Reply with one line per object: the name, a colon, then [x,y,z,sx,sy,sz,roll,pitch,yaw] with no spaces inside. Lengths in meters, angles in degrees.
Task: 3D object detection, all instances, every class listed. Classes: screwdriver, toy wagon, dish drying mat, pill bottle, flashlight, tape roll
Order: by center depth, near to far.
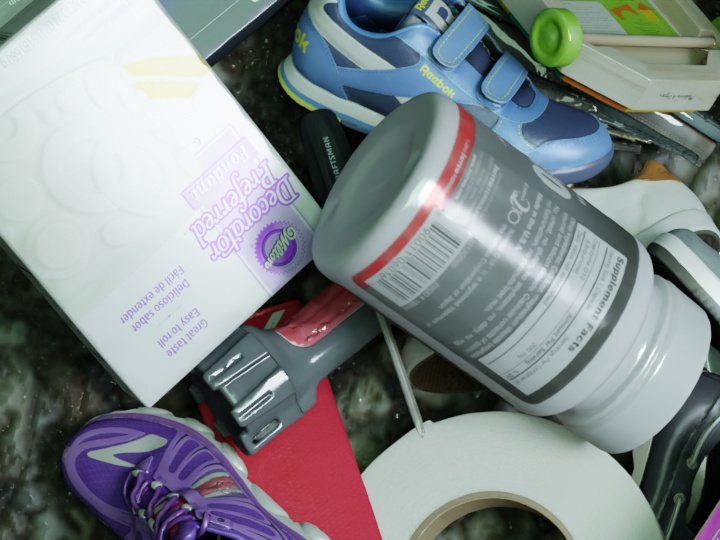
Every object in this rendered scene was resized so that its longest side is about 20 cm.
pill bottle: [0.083,0.005,1.222,0.200,0.114,0.114,35,79,-20]
screwdriver: [0.000,0.000,1.252,0.029,0.028,0.201,2,60,-31]
tape roll: [0.075,0.179,1.281,0.201,0.037,0.204,-3,76,12]
dish drying mat: [-0.038,0.116,1.286,0.076,0.018,0.201,-15,70,-12]
flashlight: [-0.011,0.013,1.291,0.200,0.068,0.068,-37,133,-21]
toy wagon: [0.133,-0.166,1.330,0.154,0.040,0.200,-2,44,-39]

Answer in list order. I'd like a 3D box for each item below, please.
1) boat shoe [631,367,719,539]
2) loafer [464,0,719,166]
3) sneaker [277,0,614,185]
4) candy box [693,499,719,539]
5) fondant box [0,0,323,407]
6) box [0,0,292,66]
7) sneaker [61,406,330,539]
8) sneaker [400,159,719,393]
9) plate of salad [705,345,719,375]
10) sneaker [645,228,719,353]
boat shoe: [0.184,0.155,1.312,0.062,0.073,0.201,9,84,29]
loafer: [0.117,-0.110,1.350,0.199,0.072,0.063,31,100,1]
sneaker: [0.052,-0.108,1.294,0.199,0.074,0.083,21,118,7]
candy box: [0.231,0.178,1.268,0.061,0.200,0.137,30,77,26]
fondant box: [-0.128,-0.050,1.227,0.144,0.058,0.200,-42,110,-11]
box: [-0.140,-0.161,1.297,0.200,0.079,0.141,-41,95,-11]
sneaker: [-0.091,0.134,1.236,0.199,0.083,0.081,29,96,31]
sneaker: [0.106,0.002,1.340,0.199,0.073,0.085,-26,54,-4]
plate of salad: [0.293,0.041,1.365,0.199,0.048,0.202,0,84,-2]
sneaker: [0.264,0.015,1.293,0.200,0.084,0.121,41,86,-14]
